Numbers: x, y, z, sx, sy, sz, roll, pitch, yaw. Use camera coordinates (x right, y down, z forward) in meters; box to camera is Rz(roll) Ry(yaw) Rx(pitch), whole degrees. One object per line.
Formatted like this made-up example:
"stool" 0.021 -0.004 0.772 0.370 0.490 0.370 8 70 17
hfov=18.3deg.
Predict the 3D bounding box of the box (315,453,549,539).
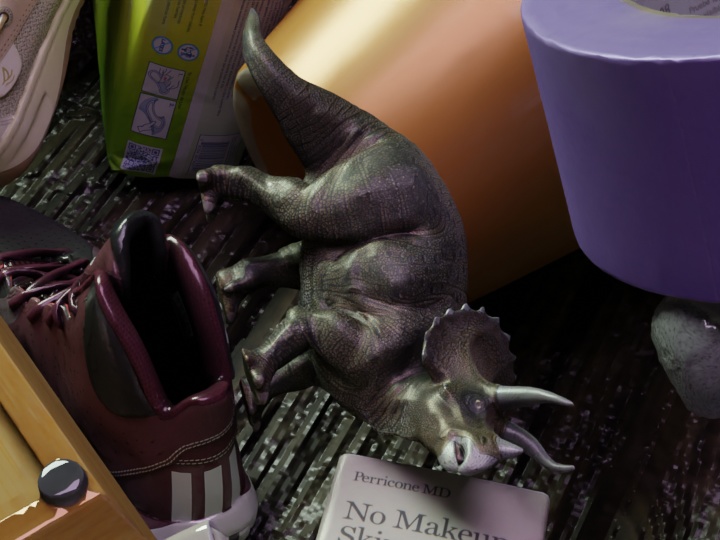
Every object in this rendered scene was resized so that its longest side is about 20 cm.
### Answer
"box" 0.008 0.159 0.727 0.081 0.069 0.201 10 44 5

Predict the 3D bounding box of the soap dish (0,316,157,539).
"soap dish" -0.175 0.071 0.768 0.157 0.082 0.200 -29 55 -17

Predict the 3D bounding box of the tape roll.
"tape roll" 0.158 -0.072 0.743 0.198 0.086 0.200 -13 24 6

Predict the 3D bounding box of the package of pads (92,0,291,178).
"package of pads" -0.073 -0.160 0.983 0.068 0.155 0.201 5 43 -18

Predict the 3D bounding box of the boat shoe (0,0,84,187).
"boat shoe" -0.148 -0.136 0.918 0.072 0.065 0.201 3 70 34

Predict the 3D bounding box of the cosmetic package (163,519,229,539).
"cosmetic package" -0.104 0.166 0.637 0.199 0.071 0.106 -24 55 8

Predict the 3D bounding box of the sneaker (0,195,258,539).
"sneaker" -0.098 0.006 0.838 0.075 0.116 0.200 -24 52 -29

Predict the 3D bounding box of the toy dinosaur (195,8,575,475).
"toy dinosaur" 0.000 0.000 0.799 0.101 0.077 0.201 -12 62 -7

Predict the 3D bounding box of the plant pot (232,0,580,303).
"plant pot" 0.055 -0.081 0.911 0.183 0.201 0.200 -37 57 -19

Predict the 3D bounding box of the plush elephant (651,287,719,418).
"plush elephant" 0.223 0.035 0.758 0.200 0.154 0.166 -32 99 -53
